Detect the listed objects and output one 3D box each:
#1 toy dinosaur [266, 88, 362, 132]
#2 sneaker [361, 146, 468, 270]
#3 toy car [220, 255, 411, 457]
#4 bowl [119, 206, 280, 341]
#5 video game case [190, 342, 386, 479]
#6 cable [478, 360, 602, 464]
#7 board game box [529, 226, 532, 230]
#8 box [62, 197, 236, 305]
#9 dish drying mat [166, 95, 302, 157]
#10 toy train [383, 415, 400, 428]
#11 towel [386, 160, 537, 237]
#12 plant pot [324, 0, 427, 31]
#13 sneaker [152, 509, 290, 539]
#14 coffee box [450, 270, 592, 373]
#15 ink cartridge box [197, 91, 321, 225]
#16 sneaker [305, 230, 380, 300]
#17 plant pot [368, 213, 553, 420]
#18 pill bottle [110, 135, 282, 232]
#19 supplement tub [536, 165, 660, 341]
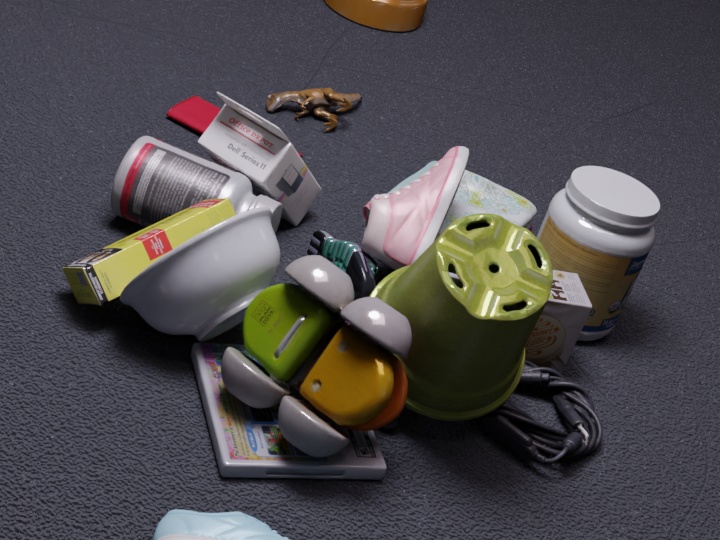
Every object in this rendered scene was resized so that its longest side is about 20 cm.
[{"bbox_3d":[-0.050,-0.272,2.090,0.200,0.060,0.106,-4,36,-33],"label":"toy dinosaur"},{"bbox_3d":[0.066,-0.093,1.703,0.105,0.075,0.200,24,67,6],"label":"sneaker"},{"bbox_3d":[-0.035,0.096,1.415,0.200,0.175,0.150,36,2,26],"label":"toy car"},{"bbox_3d":[-0.165,0.018,1.491,0.201,0.201,0.090,-24,81,-48],"label":"bowl"},{"bbox_3d":[-0.082,0.152,1.448,0.182,0.024,0.200,4,35,-21],"label":"video game case"},{"bbox_3d":[0.195,0.149,1.571,0.200,0.051,0.163,35,35,27],"label":"cable"},{"bbox_3d":[0.135,-0.040,1.837,0.151,0.046,0.200,27,33,14],"label":"board game box"},{"bbox_3d":[-0.240,-0.023,1.533,0.200,0.050,0.075,-28,15,-28],"label":"box"},{"bbox_3d":[-0.186,-0.199,1.946,0.200,0.018,0.077,30,34,16],"label":"dish drying mat"},{"bbox_3d":[0.005,0.106,1.543,0.034,0.046,0.200,2,35,-25],"label":"toy train"},{"bbox_3d":[0.136,-0.079,1.808,0.171,0.048,0.200,27,33,16],"label":"towel"},{"bbox_3d":[0.047,-0.581,2.500,0.200,0.183,0.200,13,32,-8],"label":"plant pot"},{"bbox_3d":[-0.095,0.258,1.228,0.200,0.074,0.082,14,35,-8],"label":"sneaker"},{"bbox_3d":[0.170,0.053,1.648,0.200,0.115,0.080,10,33,-15],"label":"coffee box"},{"bbox_3d":[-0.136,-0.145,1.730,0.117,0.067,0.200,32,-9,22],"label":"ink cartridge box"},{"bbox_3d":[0.000,0.000,1.653,0.087,0.075,0.200,15,14,-24],"label":"sneaker"},{"bbox_3d":[0.118,0.038,1.447,0.200,0.184,0.201,7,60,-12],"label":"plant pot"},{"bbox_3d":[-0.205,-0.086,1.670,0.200,0.111,0.111,23,32,7],"label":"pill bottle"},{"bbox_3d":[0.303,-0.023,1.750,0.144,0.200,0.145,13,32,-8],"label":"supplement tub"}]
